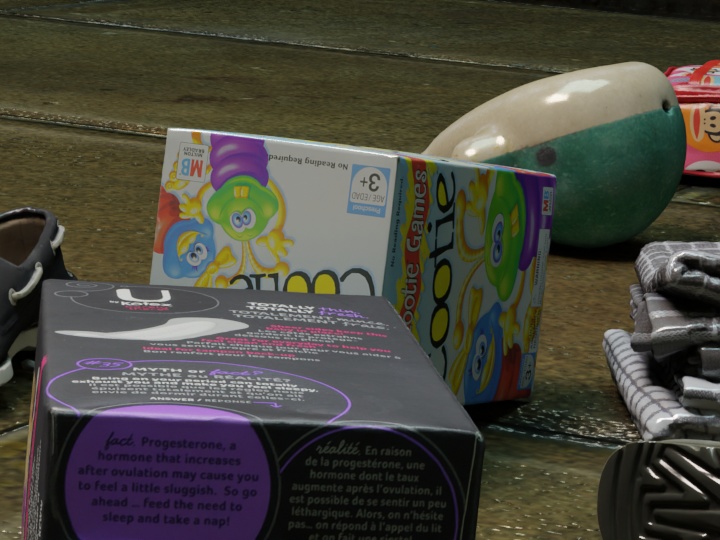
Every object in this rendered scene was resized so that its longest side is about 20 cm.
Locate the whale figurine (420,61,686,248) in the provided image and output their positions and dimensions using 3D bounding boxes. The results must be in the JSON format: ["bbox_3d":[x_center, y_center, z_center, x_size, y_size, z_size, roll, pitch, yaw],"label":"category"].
[{"bbox_3d":[0.103,-0.054,1.630,0.199,0.105,0.159,-19,-2,31],"label":"whale figurine"}]

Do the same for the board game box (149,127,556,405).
[{"bbox_3d":[0.000,0.000,1.144,0.104,0.104,0.200,8,3,21],"label":"board game box"}]

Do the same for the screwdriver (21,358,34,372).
[{"bbox_3d":[-0.107,0.051,1.138,0.029,0.028,0.199,30,-8,-34],"label":"screwdriver"}]

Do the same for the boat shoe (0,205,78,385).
[{"bbox_3d":[-0.174,0.015,1.191,0.073,0.061,0.200,0,11,17],"label":"boat shoe"}]

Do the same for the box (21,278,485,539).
[{"bbox_3d":[-0.040,0.073,0.813,0.121,0.107,0.200,4,10,-7],"label":"box"}]

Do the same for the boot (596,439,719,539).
[{"bbox_3d":[0.206,0.083,0.974,0.199,0.073,0.181,2,10,-43],"label":"boot"}]

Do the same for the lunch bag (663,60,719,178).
[{"bbox_3d":[0.274,-0.108,1.966,0.175,0.083,0.200,1,8,12],"label":"lunch bag"}]

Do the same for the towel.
[{"bbox_3d":[0.211,0.027,1.189,0.198,0.086,0.166,3,10,0],"label":"towel"}]
